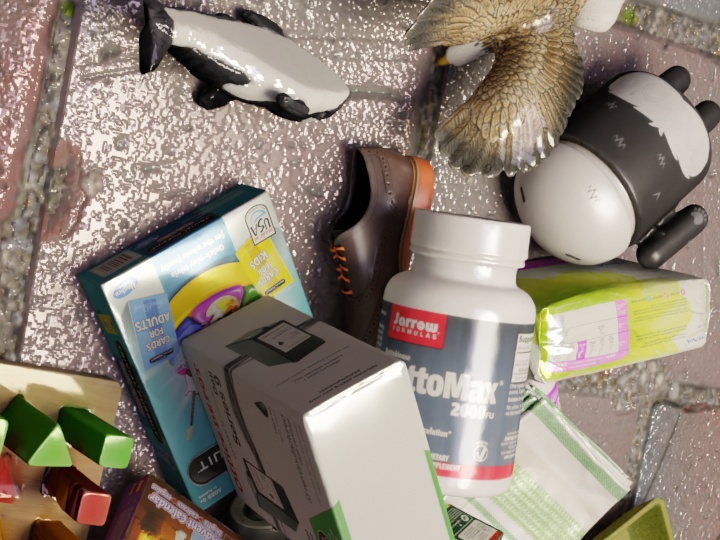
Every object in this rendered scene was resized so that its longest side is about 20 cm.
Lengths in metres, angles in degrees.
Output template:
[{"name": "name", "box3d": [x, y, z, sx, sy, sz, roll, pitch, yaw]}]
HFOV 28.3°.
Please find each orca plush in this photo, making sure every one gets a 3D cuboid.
[{"name": "orca plush", "box3d": [-0.096, -0.136, 1.048, 0.071, 0.106, 0.199, -45, 159, 26]}]

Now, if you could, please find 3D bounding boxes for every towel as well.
[{"name": "towel", "box3d": [0.118, 0.208, 1.177, 0.200, 0.031, 0.149, -47, 116, 1]}]

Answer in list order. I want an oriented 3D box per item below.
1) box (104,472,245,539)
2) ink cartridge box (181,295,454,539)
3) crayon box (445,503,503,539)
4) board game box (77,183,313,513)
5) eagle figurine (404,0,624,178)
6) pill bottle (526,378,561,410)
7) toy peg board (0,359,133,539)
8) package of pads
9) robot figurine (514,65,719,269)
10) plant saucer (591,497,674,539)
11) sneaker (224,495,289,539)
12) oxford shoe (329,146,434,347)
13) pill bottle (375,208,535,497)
[{"name": "box", "box3d": [-0.112, 0.264, 1.060, 0.199, 0.039, 0.138, 39, 45, -21]}, {"name": "ink cartridge box", "box3d": [-0.034, 0.117, 1.009, 0.083, 0.199, 0.148, -27, 113, -23]}, {"name": "crayon box", "box3d": [0.026, 0.286, 1.062, 0.200, 0.058, 0.175, -20, 132, -66]}, {"name": "board game box", "box3d": [-0.108, 0.059, 1.096, 0.150, 0.047, 0.202, -31, 115, -25]}, {"name": "eagle figurine", "box3d": [0.117, -0.186, 1.140, 0.150, 0.201, 0.152, 28, 127, -3]}, {"name": "pill bottle", "box3d": [0.134, 0.178, 1.249, 0.103, 0.104, 0.203, -23, 112, -28]}, {"name": "toy peg board", "box3d": [-0.262, 0.168, 0.983, 0.198, 0.097, 0.202, 13, 92, -35]}, {"name": "package of pads", "box3d": [0.182, 0.035, 1.222, 0.198, 0.154, 0.069, -9, 105, -32]}, {"name": "robot figurine", "box3d": [0.223, -0.092, 1.246, 0.199, 0.150, 0.126, -40, 135, -22]}, {"name": "plant saucer", "box3d": [0.231, 0.344, 1.384, 0.199, 0.048, 0.202, -30, 115, -25]}, {"name": "sneaker", "box3d": [-0.026, 0.212, 1.180, 0.197, 0.075, 0.080, -4, 118, -29]}, {"name": "oxford shoe", "box3d": [0.000, 0.000, 1.150, 0.072, 0.071, 0.203, 15, 82, -29]}, {"name": "pill bottle", "box3d": [0.070, 0.059, 1.083, 0.118, 0.119, 0.203, 5, 94, -34]}]
